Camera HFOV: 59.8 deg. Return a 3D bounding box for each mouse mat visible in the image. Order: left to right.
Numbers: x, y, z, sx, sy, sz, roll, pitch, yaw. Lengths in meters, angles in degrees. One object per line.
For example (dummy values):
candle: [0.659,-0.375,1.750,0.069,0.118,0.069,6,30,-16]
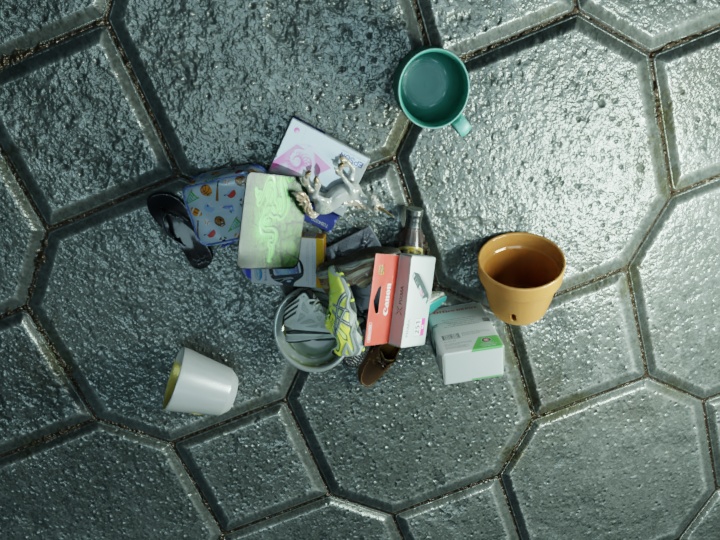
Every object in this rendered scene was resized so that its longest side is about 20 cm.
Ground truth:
mouse mat: [-0.185,-0.102,1.333,0.158,0.007,0.206,-1,104,-41]

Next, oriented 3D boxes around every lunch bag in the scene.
lunch bag: [-0.282,-0.137,1.362,0.195,0.076,0.164,-9,117,12]

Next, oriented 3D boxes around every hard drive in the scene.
hard drive: [0.011,0.015,1.452,0.132,0.042,0.204,-25,91,6]

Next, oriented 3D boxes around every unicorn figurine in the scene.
unicorn figurine: [-0.039,-0.168,1.354,0.195,0.075,0.139,-13,125,14]

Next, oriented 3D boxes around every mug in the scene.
mug: [-0.385,0.279,1.521,0.150,0.186,0.153,19,77,-21]
mug: [0.144,-0.367,1.301,0.148,0.115,0.190,-11,113,-1]

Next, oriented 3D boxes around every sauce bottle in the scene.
sauce bottle: [0.113,-0.046,1.456,0.064,0.066,0.205,1,112,-6]

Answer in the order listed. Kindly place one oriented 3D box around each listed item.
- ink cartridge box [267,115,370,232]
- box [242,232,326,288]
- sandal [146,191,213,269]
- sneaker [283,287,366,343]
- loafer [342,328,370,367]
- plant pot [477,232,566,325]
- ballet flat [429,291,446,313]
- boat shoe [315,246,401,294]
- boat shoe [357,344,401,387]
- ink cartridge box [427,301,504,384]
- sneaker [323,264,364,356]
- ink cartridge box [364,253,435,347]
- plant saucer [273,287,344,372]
ink cartridge box: [-0.105,-0.205,1.384,0.193,0.043,0.203,23,107,-14]
box: [-0.176,-0.028,1.436,0.194,0.042,0.122,5,112,7]
sandal: [-0.398,-0.090,1.400,0.075,0.043,0.202,-33,111,8]
sneaker: [-0.087,0.096,1.425,0.195,0.076,0.119,-7,94,14]
loafer: [0.012,0.135,1.519,0.073,0.071,0.202,37,88,-16]
plant pot: [0.369,0.028,1.453,0.194,0.202,0.142,-10,131,-1]
ballet flat: [0.120,0.092,1.487,0.198,0.071,0.073,-33,116,-26]
boat shoe: [0.000,0.000,1.399,0.195,0.076,0.073,-15,110,2]
boat shoe: [0.053,0.209,1.550,0.071,0.068,0.202,27,107,-15]
ink cartridge box: [0.243,0.167,1.481,0.142,0.201,0.086,-8,116,-1]
sneaker: [-0.045,0.091,1.338,0.074,0.075,0.205,-14,98,-3]
ink cartridge box: [0.089,0.066,1.369,0.171,0.043,0.206,0,98,-50]
plant saucer: [-0.109,0.138,1.496,0.194,0.050,0.206,1,94,11]
